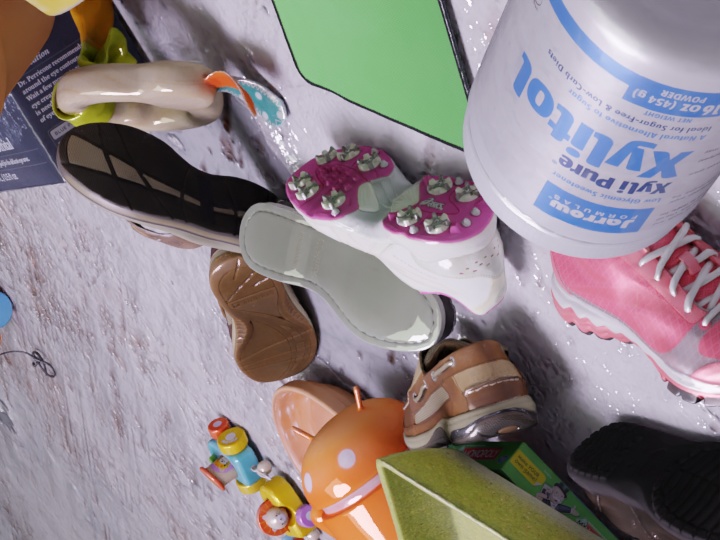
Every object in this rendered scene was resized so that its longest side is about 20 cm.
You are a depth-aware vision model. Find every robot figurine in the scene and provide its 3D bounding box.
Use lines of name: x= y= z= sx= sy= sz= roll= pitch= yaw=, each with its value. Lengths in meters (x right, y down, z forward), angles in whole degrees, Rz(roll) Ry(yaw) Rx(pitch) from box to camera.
robot figurine: x=0.031 y=0.185 z=1.512 sx=0.200 sy=0.117 sz=0.144 roll=52 pitch=171 yaw=-6

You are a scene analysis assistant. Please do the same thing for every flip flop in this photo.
flip flop: x=-0.142 y=-0.049 z=1.454 sx=0.199 sy=0.081 sz=0.058 roll=19 pitch=139 yaw=-30

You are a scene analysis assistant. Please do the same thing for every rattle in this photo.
rattle: x=-0.137 y=-0.172 z=1.433 sx=0.130 sy=0.143 sz=0.200 roll=29 pitch=156 yaw=-34

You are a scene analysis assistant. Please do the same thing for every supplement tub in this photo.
supplement tub: x=0.129 y=-0.102 z=0.890 sx=0.132 sy=0.132 sz=0.200 roll=47 pitch=157 yaw=12

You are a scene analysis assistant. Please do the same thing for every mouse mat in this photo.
mouse mat: x=-0.001 y=-0.160 z=1.217 sx=0.200 sy=0.008 sz=0.161 roll=29 pitch=148 yaw=46

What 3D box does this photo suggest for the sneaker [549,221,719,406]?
sneaker: x=0.168 y=0.008 z=1.051 sx=0.200 sy=0.074 sz=0.087 roll=25 pitch=144 yaw=48

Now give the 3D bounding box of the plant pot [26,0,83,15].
plant pot: x=-0.227 y=-0.277 z=1.260 sx=0.189 sy=0.201 sz=0.201 roll=46 pitch=161 yaw=-23

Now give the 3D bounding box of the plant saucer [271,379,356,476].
plant saucer: x=0.001 y=0.173 z=1.666 sx=0.200 sy=0.037 sz=0.200 roll=42 pitch=156 yaw=23

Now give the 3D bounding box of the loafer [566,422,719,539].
loafer: x=0.209 y=0.148 z=1.196 sx=0.071 sy=0.073 sz=0.200 roll=56 pitch=166 yaw=-23

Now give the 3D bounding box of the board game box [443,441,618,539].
board game box: x=0.144 y=0.201 z=1.393 sx=0.200 sy=0.029 sz=0.134 roll=46 pitch=159 yaw=-14

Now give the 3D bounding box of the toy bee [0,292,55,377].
toy bee: x=-0.471 y=0.070 z=2.333 sx=0.200 sy=0.109 sz=0.131 roll=49 pitch=156 yaw=8

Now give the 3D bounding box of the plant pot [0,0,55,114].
plant pot: x=-0.313 y=-0.184 z=1.382 sx=0.199 sy=0.140 sz=0.201 roll=18 pitch=129 yaw=24

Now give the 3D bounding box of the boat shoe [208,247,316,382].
boat shoe: x=-0.086 y=0.020 z=1.588 sx=0.200 sy=0.072 sz=0.072 roll=67 pitch=-174 yaw=-55

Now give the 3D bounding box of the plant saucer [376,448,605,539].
plant saucer: x=0.114 y=0.204 z=1.337 sx=0.199 sy=0.048 sz=0.200 roll=30 pitch=158 yaw=24

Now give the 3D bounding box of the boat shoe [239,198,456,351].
boat shoe: x=0.000 y=0.000 z=1.387 sx=0.201 sy=0.060 sz=0.072 roll=29 pitch=110 yaw=37

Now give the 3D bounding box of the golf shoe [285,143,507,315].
golf shoe: x=0.023 y=-0.025 z=1.287 sx=0.200 sy=0.075 sz=0.092 roll=25 pitch=149 yaw=50

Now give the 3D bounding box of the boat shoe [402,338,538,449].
boat shoe: x=0.073 y=0.083 z=1.361 sx=0.200 sy=0.075 sz=0.074 roll=152 pitch=103 yaw=-74

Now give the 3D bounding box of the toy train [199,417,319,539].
toy train: x=-0.103 y=0.245 z=1.948 sx=0.200 sy=0.056 sz=0.150 roll=47 pitch=157 yaw=13

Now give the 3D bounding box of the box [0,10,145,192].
box: x=-0.282 y=-0.179 z=1.589 sx=0.200 sy=0.117 sz=0.196 roll=60 pitch=157 yaw=-14
